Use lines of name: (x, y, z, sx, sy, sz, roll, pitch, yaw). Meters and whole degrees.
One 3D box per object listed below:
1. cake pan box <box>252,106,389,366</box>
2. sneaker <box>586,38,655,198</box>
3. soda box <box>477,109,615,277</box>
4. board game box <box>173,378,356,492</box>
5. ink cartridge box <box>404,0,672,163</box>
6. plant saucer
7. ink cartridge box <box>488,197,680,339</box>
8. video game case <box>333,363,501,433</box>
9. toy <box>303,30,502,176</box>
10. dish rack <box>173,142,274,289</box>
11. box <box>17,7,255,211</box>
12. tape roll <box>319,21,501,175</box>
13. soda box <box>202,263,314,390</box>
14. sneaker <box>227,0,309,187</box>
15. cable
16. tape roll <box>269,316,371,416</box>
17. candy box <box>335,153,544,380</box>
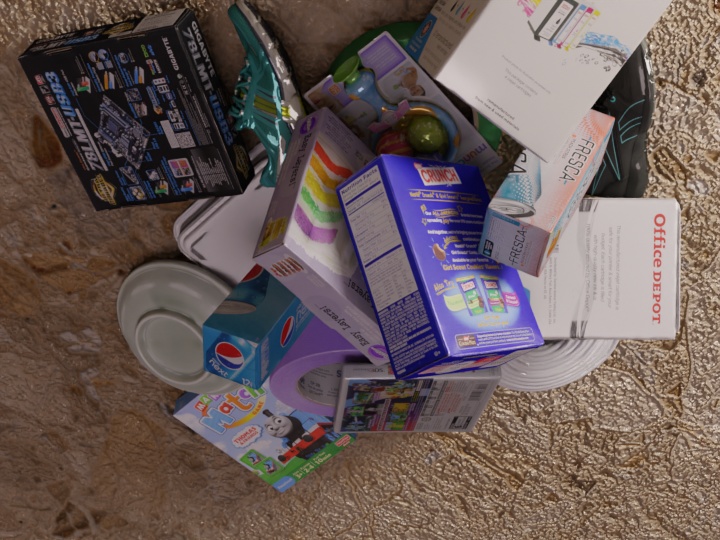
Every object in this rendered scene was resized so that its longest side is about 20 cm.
cake pan box: (-0.007, -0.031, 1.066, 0.052, 0.186, 0.200, -19, 131, 39)
sneaker: (0.268, -0.159, 1.130, 0.078, 0.076, 0.202, -1, 125, 6)
soda box: (0.187, -0.087, 1.058, 0.068, 0.200, 0.064, 22, 138, 15)
board game box: (-0.126, 0.199, 1.424, 0.200, 0.037, 0.151, 40, 118, -22)
ink cartridge box: (0.165, -0.239, 1.003, 0.144, 0.147, 0.201, 32, 104, -19)
plant saucer: (-0.218, 0.084, 1.304, 0.198, 0.050, 0.202, 11, 126, 15)
ink cartridge box: (0.231, -0.003, 1.138, 0.197, 0.086, 0.148, 0, 92, 2)
video game case: (0.062, 0.154, 1.276, 0.180, 0.023, 0.200, 0, 154, -5)
toy: (0.046, -0.138, 1.111, 0.115, 0.047, 0.200, -33, 117, 25)
dish rack: (-0.108, -0.040, 1.250, 0.199, 0.044, 0.171, -37, 117, 26)
box: (-0.236, -0.164, 1.140, 0.196, 0.050, 0.201, -5, 125, 24)
tape roll: (0.053, -0.164, 1.151, 0.198, 0.048, 0.202, 1, 126, 2)
soda box: (-0.093, 0.036, 1.148, 0.067, 0.200, 0.065, 17, 128, 16)
sneaker: (-0.101, -0.179, 1.106, 0.079, 0.078, 0.202, -17, 107, 2)
cable: (0.212, 0.054, 1.254, 0.199, 0.069, 0.201, 27, 110, -24)
tape roll: (-0.011, 0.111, 1.292, 0.197, 0.066, 0.201, -2, 151, -1)
candy box: (0.078, -0.004, 1.041, 0.077, 0.202, 0.168, -28, 162, 37)
